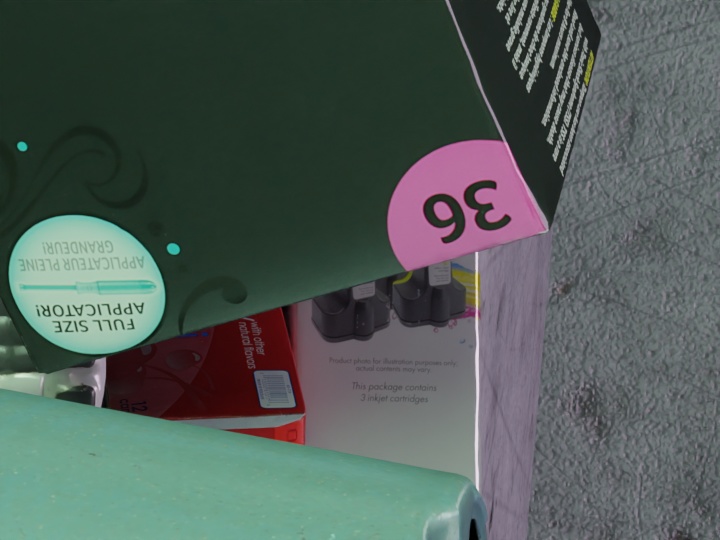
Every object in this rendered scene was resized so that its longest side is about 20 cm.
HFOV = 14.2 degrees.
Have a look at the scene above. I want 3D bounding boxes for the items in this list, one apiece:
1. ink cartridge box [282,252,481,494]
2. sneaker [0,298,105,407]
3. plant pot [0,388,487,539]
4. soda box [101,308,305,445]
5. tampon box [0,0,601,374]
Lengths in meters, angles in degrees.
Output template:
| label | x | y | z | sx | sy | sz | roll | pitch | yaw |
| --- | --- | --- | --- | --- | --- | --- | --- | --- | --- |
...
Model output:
| label | x | y | z | sx | sy | sz | roll | pitch | yaw |
| --- | --- | --- | --- | --- | --- | --- | --- | --- | --- |
| ink cartridge box | 0.000 | 0.000 | 1.021 | 0.115 | 0.068 | 0.200 | 139 | -48 | -77 |
| sneaker | -0.114 | 0.051 | 0.878 | 0.085 | 0.074 | 0.200 | -81 | -179 | -60 |
| plant pot | -0.072 | 0.118 | 0.739 | 0.200 | 0.196 | 0.201 | 6 | 90 | -81 |
| soda box | -0.062 | 0.023 | 0.983 | 0.200 | 0.063 | 0.070 | -105 | -165 | -57 |
| tampon box | -0.045 | -0.100 | 0.755 | 0.126 | 0.150 | 0.200 | -68 | 138 | -59 |
